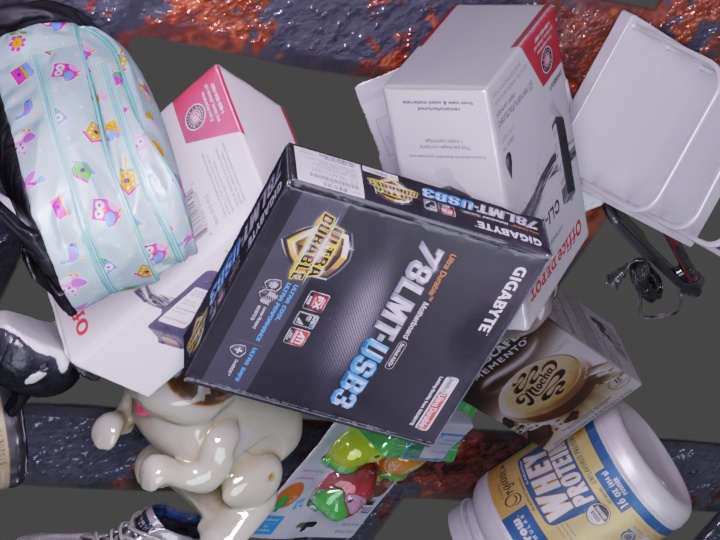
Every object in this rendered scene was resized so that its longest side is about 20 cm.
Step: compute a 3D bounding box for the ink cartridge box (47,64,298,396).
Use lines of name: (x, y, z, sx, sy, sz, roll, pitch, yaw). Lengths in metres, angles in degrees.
ink cartridge box: (-0.133, -0.027, 1.526, 0.200, 0.145, 0.084, -39, 138, 19)

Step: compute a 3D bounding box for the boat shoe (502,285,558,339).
boat shoe: (0.084, 0.026, 1.723, 0.200, 0.073, 0.075, -9, 116, 38)

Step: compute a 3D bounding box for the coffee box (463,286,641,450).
coffee box: (0.143, 0.071, 1.832, 0.113, 0.080, 0.200, -38, 140, 18)

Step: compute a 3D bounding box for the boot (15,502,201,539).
boot: (-0.219, 0.244, 1.872, 0.200, 0.074, 0.096, 12, 124, -47)

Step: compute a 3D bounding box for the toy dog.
toy dog: (-0.122, 0.109, 1.703, 0.194, 0.140, 0.200, -33, 143, -8)

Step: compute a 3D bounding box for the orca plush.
orca plush: (-0.256, 0.071, 1.564, 0.105, 0.200, 0.071, 32, 92, -12)

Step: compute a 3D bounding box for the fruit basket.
fruit basket: (0.009, 0.167, 1.828, 0.200, 0.094, 0.185, -56, 151, 12)

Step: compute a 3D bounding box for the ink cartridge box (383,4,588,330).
ink cartridge box: (0.096, -0.075, 1.525, 0.084, 0.144, 0.200, 4, 123, 25)

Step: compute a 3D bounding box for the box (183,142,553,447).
box: (0.002, 0.022, 1.457, 0.198, 0.050, 0.200, 18, 127, -18)

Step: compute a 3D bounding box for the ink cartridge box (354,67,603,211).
ink cartridge box: (0.093, -0.106, 1.645, 0.162, 0.057, 0.200, -23, 124, 0)

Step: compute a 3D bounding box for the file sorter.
file sorter: (0.270, -0.090, 1.639, 0.200, 0.124, 0.139, 23, 98, -42)

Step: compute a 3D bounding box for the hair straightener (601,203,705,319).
hair straightener: (0.248, -0.011, 1.832, 0.077, 0.041, 0.200, -30, 146, 9)

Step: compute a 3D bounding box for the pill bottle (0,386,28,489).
pill bottle: (-0.366, 0.131, 1.621, 0.200, 0.112, 0.112, -9, 140, -18)

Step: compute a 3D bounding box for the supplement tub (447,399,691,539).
supplement tub: (0.199, 0.228, 1.993, 0.200, 0.145, 0.145, -36, 140, 15)

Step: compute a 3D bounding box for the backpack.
backpack: (-0.188, -0.073, 1.401, 0.126, 0.200, 0.167, -25, 141, 2)
